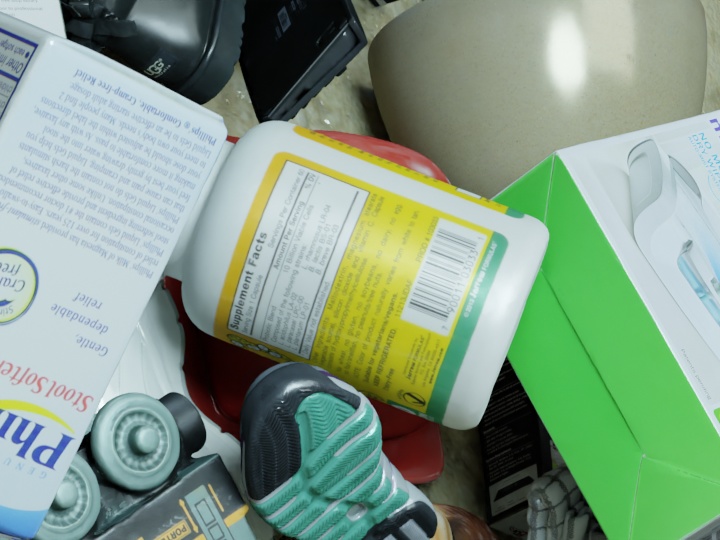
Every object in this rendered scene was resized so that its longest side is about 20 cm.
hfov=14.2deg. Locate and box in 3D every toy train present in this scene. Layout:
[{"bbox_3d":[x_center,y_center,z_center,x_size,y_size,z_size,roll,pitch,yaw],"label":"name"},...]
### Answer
[{"bbox_3d":[-0.137,0.136,1.325,0.200,0.085,0.114,-34,98,-35],"label":"toy train"}]

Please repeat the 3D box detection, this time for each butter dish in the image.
[{"bbox_3d":[0.000,0.000,1.539,0.200,0.148,0.200,9,60,-46],"label":"butter dish"}]

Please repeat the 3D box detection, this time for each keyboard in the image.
[{"bbox_3d":[-0.019,-0.149,1.562,0.021,0.127,0.200,37,13,-20],"label":"keyboard"}]

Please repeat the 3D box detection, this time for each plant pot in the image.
[{"bbox_3d":[0.111,-0.074,1.678,0.200,0.200,0.135,12,64,-45],"label":"plant pot"}]

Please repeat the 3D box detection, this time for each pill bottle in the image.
[{"bbox_3d":[-0.018,-0.006,1.404,0.200,0.113,0.113,21,43,4],"label":"pill bottle"}]

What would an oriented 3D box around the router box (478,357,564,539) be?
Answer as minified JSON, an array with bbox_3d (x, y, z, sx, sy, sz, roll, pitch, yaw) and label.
[{"bbox_3d":[0.154,0.107,1.727,0.200,0.051,0.149,25,48,-38],"label":"router box"}]

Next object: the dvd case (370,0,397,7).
[{"bbox_3d":[0.005,-0.225,1.664,0.016,0.200,0.149,-42,102,-17],"label":"dvd case"}]

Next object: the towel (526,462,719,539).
[{"bbox_3d":[0.168,0.180,1.597,0.166,0.086,0.200,-27,127,-48],"label":"towel"}]

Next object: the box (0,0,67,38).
[{"bbox_3d":[-0.216,-0.119,1.400,0.144,0.036,0.200,-1,63,-21],"label":"box"}]

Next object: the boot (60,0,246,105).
[{"bbox_3d":[-0.140,-0.192,1.567,0.162,0.073,0.198,26,48,-30],"label":"boot"}]

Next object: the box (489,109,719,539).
[{"bbox_3d":[0.165,0.033,1.499,0.176,0.097,0.200,-15,72,-50],"label":"box"}]

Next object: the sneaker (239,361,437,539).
[{"bbox_3d":[-0.030,0.085,1.411,0.088,0.074,0.200,49,-6,32],"label":"sneaker"}]

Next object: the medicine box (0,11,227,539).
[{"bbox_3d":[-0.179,-0.013,1.247,0.103,0.182,0.200,25,90,-37],"label":"medicine box"}]

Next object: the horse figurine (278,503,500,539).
[{"bbox_3d":[0.022,0.175,1.535,0.200,0.050,0.133,-30,95,-51],"label":"horse figurine"}]

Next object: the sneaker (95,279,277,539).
[{"bbox_3d":[-0.112,0.090,1.431,0.087,0.075,0.200,-22,78,-41],"label":"sneaker"}]
